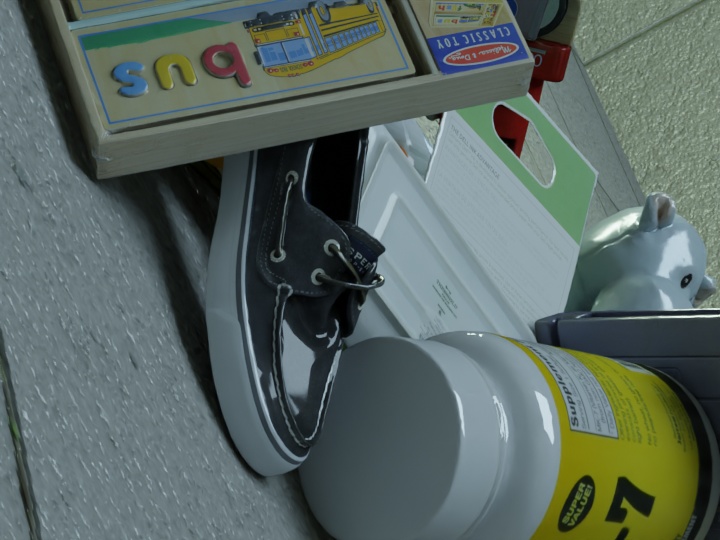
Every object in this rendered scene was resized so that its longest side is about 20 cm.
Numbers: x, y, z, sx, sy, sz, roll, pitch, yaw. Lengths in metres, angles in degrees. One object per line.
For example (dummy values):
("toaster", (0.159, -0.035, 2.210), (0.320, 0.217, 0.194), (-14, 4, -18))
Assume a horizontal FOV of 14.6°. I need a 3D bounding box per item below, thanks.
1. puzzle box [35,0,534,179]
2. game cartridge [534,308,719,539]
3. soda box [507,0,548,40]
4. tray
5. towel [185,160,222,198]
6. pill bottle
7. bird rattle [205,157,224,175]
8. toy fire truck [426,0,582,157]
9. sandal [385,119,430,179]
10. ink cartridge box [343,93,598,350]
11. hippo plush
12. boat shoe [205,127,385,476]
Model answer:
("puzzle box", (-0.038, -0.115, 1.227), (0.025, 0.199, 0.133), (101, -28, -54))
("game cartridge", (0.162, 0.083, 1.386), (0.200, 0.038, 0.130), (-2, -78, 59))
("soda box", (0.049, -0.203, 1.457), (0.200, 0.070, 0.064), (-105, -152, -51))
("tray", (0.033, 0.015, 1.361), (0.200, 0.022, 0.108), (53, 47, -36))
("towel", (-0.090, -0.086, 1.363), (0.200, 0.018, 0.086), (45, 20, -59))
("pill bottle", (0.069, 0.089, 1.295), (0.200, 0.114, 0.115), (12, 47, -49))
("bird rattle", (-0.045, -0.091, 1.362), (0.200, 0.112, 0.164), (53, 31, -55))
("toy fire truck", (0.040, -0.118, 1.805), (0.129, 0.175, 0.201), (-71, 174, -77))
("sandal", (-0.004, -0.003, 1.476), (0.079, 0.059, 0.208), (35, 49, -50))
("ink cartridge box", (0.054, -0.003, 1.452), (0.146, 0.048, 0.201), (44, 48, -42))
("hippo plush", (0.125, 0.031, 1.605), (0.160, 0.160, 0.201), (65, 19, -52))
("boat shoe", (-0.020, -0.010, 1.217), (0.070, 0.066, 0.201), (44, 41, -48))
